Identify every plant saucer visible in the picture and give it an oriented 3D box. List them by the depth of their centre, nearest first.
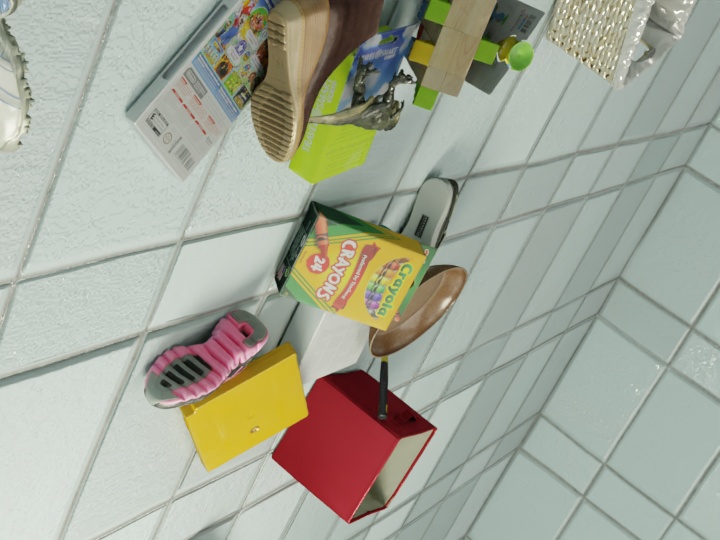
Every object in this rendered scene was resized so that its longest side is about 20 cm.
[{"bbox_3d":[0.082,0.055,1.919,0.199,0.037,0.201,-34,158,-16],"label":"plant saucer"}]

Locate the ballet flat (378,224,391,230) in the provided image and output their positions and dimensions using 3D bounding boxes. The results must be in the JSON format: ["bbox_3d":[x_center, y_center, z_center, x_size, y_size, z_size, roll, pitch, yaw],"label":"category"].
[{"bbox_3d":[-0.008,-0.020,1.749,0.069,0.068,0.199,-52,160,22],"label":"ballet flat"}]

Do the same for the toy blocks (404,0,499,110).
[{"bbox_3d":[0.109,-0.308,1.481,0.137,0.099,0.202,-107,-145,-61],"label":"toy blocks"}]

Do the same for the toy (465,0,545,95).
[{"bbox_3d":[0.156,-0.286,1.521,0.047,0.200,0.116,29,99,-30],"label":"toy"}]

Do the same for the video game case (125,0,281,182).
[{"bbox_3d":[-0.146,-0.197,1.246,0.201,0.018,0.143,-51,158,-8],"label":"video game case"}]

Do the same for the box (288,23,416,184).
[{"bbox_3d":[-0.011,-0.210,1.473,0.122,0.047,0.201,-28,146,-51],"label":"box"}]

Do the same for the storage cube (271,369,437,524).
[{"bbox_3d":[-0.008,0.289,2.061,0.201,0.179,0.171,-60,158,13],"label":"storage cube"}]

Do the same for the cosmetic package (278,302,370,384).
[{"bbox_3d":[-0.043,0.088,1.856,0.199,0.052,0.152,-15,139,-58],"label":"cosmetic package"}]

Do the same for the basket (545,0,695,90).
[{"bbox_3d":[0.415,-0.429,1.888,0.198,0.160,0.201,-40,156,-32],"label":"basket"}]

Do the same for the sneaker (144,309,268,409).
[{"bbox_3d":[-0.202,0.132,1.570,0.199,0.079,0.096,-31,161,-43],"label":"sneaker"}]

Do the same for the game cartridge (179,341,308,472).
[{"bbox_3d":[-0.162,0.195,1.731,0.175,0.033,0.201,-28,150,-14],"label":"game cartridge"}]

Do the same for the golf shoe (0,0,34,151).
[{"bbox_3d":[-0.301,-0.170,0.913,0.096,0.078,0.201,-20,139,-27],"label":"golf shoe"}]

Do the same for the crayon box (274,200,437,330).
[{"bbox_3d":[0.000,0.000,1.645,0.198,0.051,0.128,18,112,-23],"label":"crayon box"}]

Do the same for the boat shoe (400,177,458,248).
[{"bbox_3d":[0.101,-0.052,1.921,0.063,0.070,0.201,-8,129,-60],"label":"boat shoe"}]

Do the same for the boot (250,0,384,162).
[{"bbox_3d":[-0.036,-0.223,1.312,0.166,0.072,0.201,-33,146,-38],"label":"boot"}]

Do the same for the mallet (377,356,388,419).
[{"bbox_3d":[0.038,0.139,1.985,0.066,0.041,0.202,75,15,-56],"label":"mallet"}]

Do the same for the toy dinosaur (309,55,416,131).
[{"bbox_3d":[0.010,-0.197,1.414,0.199,0.047,0.089,-9,138,-54],"label":"toy dinosaur"}]
